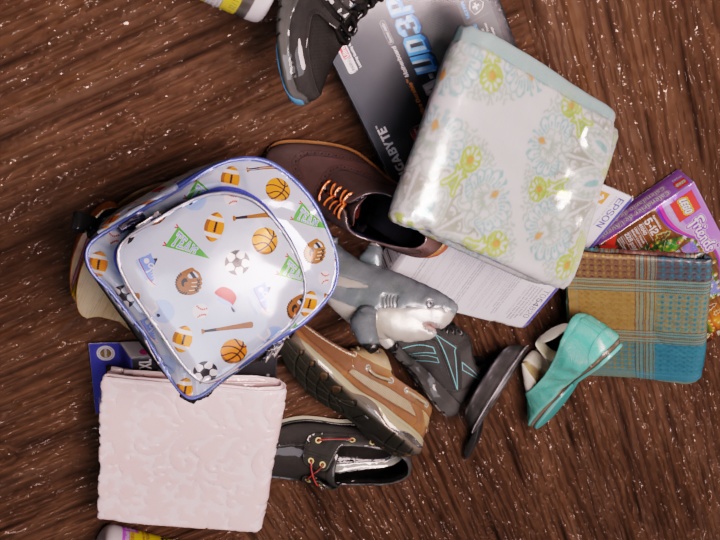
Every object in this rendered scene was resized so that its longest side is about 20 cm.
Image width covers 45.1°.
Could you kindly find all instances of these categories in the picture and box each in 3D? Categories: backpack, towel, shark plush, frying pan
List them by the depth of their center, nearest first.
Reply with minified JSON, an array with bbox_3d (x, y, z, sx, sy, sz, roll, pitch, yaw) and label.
[{"bbox_3d":[-0.118,-0.006,0.744,0.190,0.154,0.201,-37,108,-16],"label":"backpack"},{"bbox_3d":[0.132,-0.091,0.750,0.199,0.048,0.173,21,85,-30],"label":"towel"},{"bbox_3d":[0.000,0.000,0.844,0.083,0.200,0.091,-48,153,8],"label":"shark plush"},{"bbox_3d":[0.292,0.049,0.920,0.145,0.022,0.201,3,138,20],"label":"towel"},{"bbox_3d":[-0.185,0.195,0.935,0.189,0.032,0.202,7,118,-10],"label":"towel"},{"bbox_3d":[0.150,0.143,0.994,0.031,0.190,0.115,33,70,14],"label":"frying pan"}]

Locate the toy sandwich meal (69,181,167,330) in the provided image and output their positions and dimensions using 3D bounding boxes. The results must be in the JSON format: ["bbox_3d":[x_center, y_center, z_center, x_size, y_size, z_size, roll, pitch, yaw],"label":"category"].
[{"bbox_3d":[-0.178,0.003,0.847,0.203,0.070,0.207,-4,119,-7],"label":"toy sandwich meal"}]

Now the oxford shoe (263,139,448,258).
[{"bbox_3d":[-0.011,-0.071,0.793,0.199,0.072,0.072,24,103,16],"label":"oxford shoe"}]

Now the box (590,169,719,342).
[{"bbox_3d":[0.337,0.006,0.954,0.136,0.039,0.200,-35,118,10],"label":"box"}]

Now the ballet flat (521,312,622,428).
[{"bbox_3d":[0.220,0.106,0.965,0.067,0.070,0.201,-33,161,-31],"label":"ballet flat"}]

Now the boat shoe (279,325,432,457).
[{"bbox_3d":[-0.001,0.120,0.945,0.200,0.074,0.075,43,149,-17],"label":"boat shoe"}]

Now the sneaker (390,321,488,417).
[{"bbox_3d":[0.069,0.074,0.937,0.079,0.075,0.200,-40,126,0],"label":"sneaker"}]

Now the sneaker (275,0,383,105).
[{"bbox_3d":[-0.013,-0.228,0.696,0.081,0.073,0.202,14,87,9],"label":"sneaker"}]

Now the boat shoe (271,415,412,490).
[{"bbox_3d":[-0.039,0.212,0.992,0.199,0.063,0.074,-1,123,-7],"label":"boat shoe"}]

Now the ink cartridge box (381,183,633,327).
[{"bbox_3d":[0.140,-0.037,0.872,0.199,0.041,0.200,15,125,-30],"label":"ink cartridge box"}]

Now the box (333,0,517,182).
[{"bbox_3d":[0.063,-0.188,0.797,0.158,0.046,0.201,-26,120,5],"label":"box"}]

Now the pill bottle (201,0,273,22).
[{"bbox_3d":[-0.151,-0.282,0.672,0.198,0.112,0.112,18,114,-18],"label":"pill bottle"}]

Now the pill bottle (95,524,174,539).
[{"bbox_3d":[-0.222,0.375,1.025,0.199,0.105,0.105,22,113,-21],"label":"pill bottle"}]

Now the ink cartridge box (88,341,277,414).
[{"bbox_3d":[-0.189,0.122,0.933,0.198,0.037,0.096,0,119,-7],"label":"ink cartridge box"}]
